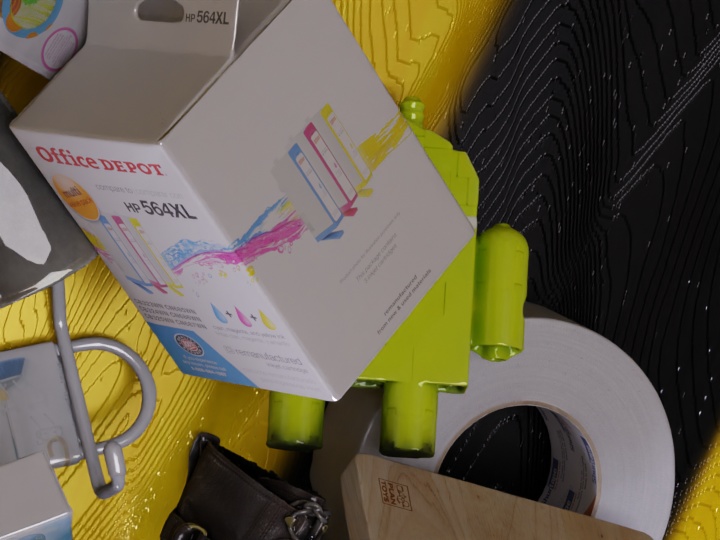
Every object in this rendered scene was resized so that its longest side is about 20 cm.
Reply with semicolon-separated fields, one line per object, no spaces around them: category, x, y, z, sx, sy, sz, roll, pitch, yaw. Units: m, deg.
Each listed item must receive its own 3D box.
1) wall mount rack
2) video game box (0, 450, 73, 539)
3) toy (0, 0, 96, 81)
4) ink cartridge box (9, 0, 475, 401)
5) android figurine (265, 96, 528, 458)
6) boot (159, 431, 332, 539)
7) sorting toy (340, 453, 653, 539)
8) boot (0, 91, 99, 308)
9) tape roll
wall mount rack;-0.202;0.046;1.545;0.200;0.075;0.174;-12;81;-20
video game box;-0.242;0.183;1.509;0.200;0.182;0.047;-20;63;-14
toy;-0.165;-0.166;1.444;0.200;0.047;0.115;31;87;-56
ink cartridge box;-0.064;-0.054;1.457;0.125;0.128;0.200;-51;124;-25
android figurine;0.000;0.000;1.595;0.182;0.041;0.200;2;77;-1
boot;-0.069;0.193;1.569;0.069;0.200;0.174;27;98;-47
sorting toy;0.077;0.215;1.560;0.199;0.200;0.070;17;130;-27
boot;-0.249;-0.059;1.471;0.182;0.073;0.200;-18;116;12
tape roll;0.075;0.117;1.671;0.200;0.066;0.201;-5;103;-20
